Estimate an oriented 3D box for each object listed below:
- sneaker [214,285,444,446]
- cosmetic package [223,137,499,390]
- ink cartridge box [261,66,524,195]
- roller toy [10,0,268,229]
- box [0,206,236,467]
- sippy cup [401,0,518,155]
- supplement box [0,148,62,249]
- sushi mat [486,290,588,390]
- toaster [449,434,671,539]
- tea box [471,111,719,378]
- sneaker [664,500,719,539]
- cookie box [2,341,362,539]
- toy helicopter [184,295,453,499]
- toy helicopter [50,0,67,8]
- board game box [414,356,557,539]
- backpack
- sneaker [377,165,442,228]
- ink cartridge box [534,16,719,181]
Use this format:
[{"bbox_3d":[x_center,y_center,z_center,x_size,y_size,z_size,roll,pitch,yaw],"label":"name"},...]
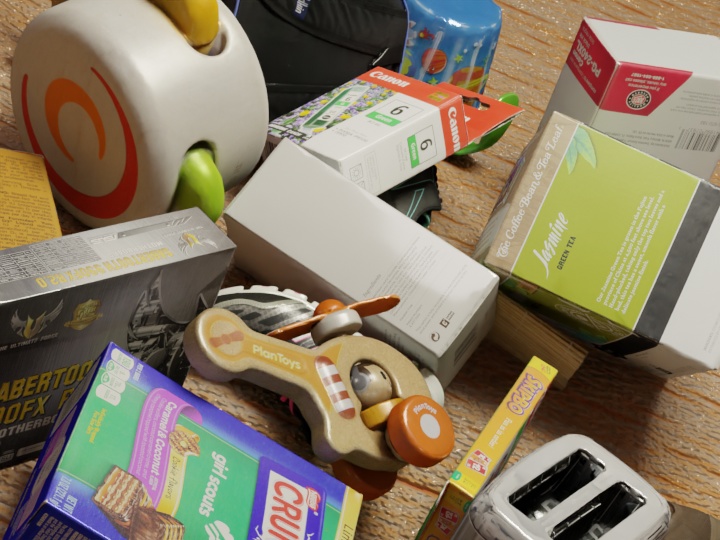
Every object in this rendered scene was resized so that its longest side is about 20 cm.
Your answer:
[{"bbox_3d":[-0.034,0.078,1.492,0.200,0.074,0.087,26,27,-6],"label":"sneaker"},{"bbox_3d":[0.000,0.000,1.572,0.200,0.108,0.085,35,74,12],"label":"cosmetic package"},{"bbox_3d":[0.026,-0.123,1.694,0.200,0.050,0.109,-30,35,-30],"label":"ink cartridge box"},{"bbox_3d":[-0.166,-0.133,1.585,0.140,0.200,0.182,-29,21,-38],"label":"roller toy"},{"bbox_3d":[-0.190,0.048,1.364,0.200,0.159,0.048,-15,50,-44],"label":"box"},{"bbox_3d":[0.063,-0.195,1.875,0.178,0.130,0.140,21,33,-3],"label":"sippy cup"},{"bbox_3d":[-0.250,-0.006,1.482,0.069,0.067,0.200,6,39,-26],"label":"supplement box"},{"bbox_3d":[0.087,0.024,1.624,0.200,0.096,0.012,35,73,8],"label":"sushi mat"},{"bbox_3d":[0.119,0.197,1.375,0.114,0.129,0.200,39,37,22],"label":"toaster"},{"bbox_3d":[0.200,-0.014,1.629,0.196,0.134,0.200,26,-6,1],"label":"tea box"},{"bbox_3d":[0.214,0.230,1.448,0.075,0.071,0.200,22,24,-2],"label":"sneaker"},{"bbox_3d":[-0.109,0.164,1.294,0.200,0.075,0.171,33,32,-12],"label":"cookie box"},{"bbox_3d":[-0.031,0.064,1.390,0.200,0.079,0.132,22,50,-32],"label":"toy helicopter"},{"bbox_3d":[-0.205,-0.235,1.702,0.132,0.200,0.079,23,29,30],"label":"toy helicopter"},{"bbox_3d":[0.081,0.145,1.452,0.030,0.096,0.200,32,35,10],"label":"board game box"},{"bbox_3d":[-0.068,-0.198,1.756,0.200,0.183,0.147,5,17,-39],"label":"backpack"},{"bbox_3d":[0.031,-0.072,1.758,0.079,0.075,0.200,39,38,-6],"label":"sneaker"},{"bbox_3d":[0.232,-0.108,1.799,0.145,0.200,0.083,5,34,-27],"label":"ink cartridge box"}]
